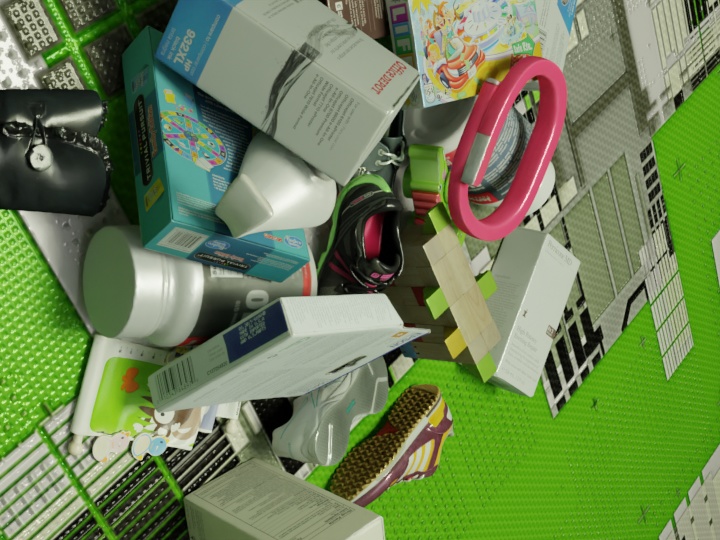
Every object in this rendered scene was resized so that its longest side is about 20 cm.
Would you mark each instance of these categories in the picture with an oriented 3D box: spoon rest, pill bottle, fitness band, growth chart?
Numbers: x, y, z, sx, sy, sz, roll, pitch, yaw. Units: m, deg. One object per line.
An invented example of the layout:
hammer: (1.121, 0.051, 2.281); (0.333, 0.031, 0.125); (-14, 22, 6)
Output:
spoon rest: (-0.074, -0.070, 0.820); (0.100, 0.060, 0.200); (53, 21, -4)
pill bottle: (-0.146, 0.012, 0.891); (0.198, 0.113, 0.116); (0, 99, -44)
fitness band: (0.158, -0.130, 1.030); (0.143, 0.037, 0.203); (16, 99, -54)
growth chart: (-0.188, 0.113, 0.940); (0.198, 0.018, 0.148); (3, 97, -44)
pill bottle: (0.147, -0.146, 1.143); (0.199, 0.118, 0.121); (33, 76, -42)

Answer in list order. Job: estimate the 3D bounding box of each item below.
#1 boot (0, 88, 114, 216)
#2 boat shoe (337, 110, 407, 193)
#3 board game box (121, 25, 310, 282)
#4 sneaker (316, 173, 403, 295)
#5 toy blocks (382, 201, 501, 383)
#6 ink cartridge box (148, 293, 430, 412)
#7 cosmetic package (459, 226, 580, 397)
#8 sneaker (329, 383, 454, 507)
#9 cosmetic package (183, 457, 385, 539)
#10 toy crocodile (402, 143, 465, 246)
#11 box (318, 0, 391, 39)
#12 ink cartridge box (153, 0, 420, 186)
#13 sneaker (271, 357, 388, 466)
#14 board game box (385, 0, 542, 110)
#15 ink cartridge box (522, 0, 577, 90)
boot: (-0.282, -0.053, 0.770); (0.166, 0.076, 0.205); (3, 91, -41)
boat shoe: (0.018, -0.139, 1.058); (0.072, 0.061, 0.204); (-13, 108, -44)
board game box: (-0.130, -0.100, 0.855); (0.150, 0.047, 0.203); (17, 51, -44)
sneaker: (0.000, 0.000, 1.040); (0.076, 0.084, 0.204); (-7, 118, -32)
toy blocks: (0.072, 0.026, 1.102); (0.100, 0.136, 0.202); (-38, 112, -32)
ink cartridge box: (-0.065, 0.077, 0.907); (0.198, 0.198, 0.041); (3, 64, -50)
cosmetic package: (0.214, 0.054, 1.285); (0.101, 0.073, 0.203); (31, 78, -44)
sneaker: (0.048, 0.233, 1.156); (0.200, 0.074, 0.091); (-43, 120, -28)
cosmetic package: (-0.077, 0.264, 0.951); (0.104, 0.198, 0.073); (-21, 113, -38)
toy crocodile: (0.083, -0.064, 1.102); (0.202, 0.066, 0.062); (80, 28, -50)
box: (0.008, -0.282, 0.994); (0.198, 0.099, 0.076); (-27, 116, -37)
ink cartridge box: (-0.058, -0.182, 0.849); (0.084, 0.198, 0.145); (-55, -178, 28)
sneaker: (-0.031, 0.146, 1.070); (0.200, 0.079, 0.072); (-38, 117, -55)
board game box: (0.111, -0.251, 0.997); (0.198, 0.034, 0.137); (-21, 106, -39)
ink cartridge box: (0.167, -0.315, 1.153); (0.198, 0.084, 0.147); (13, 89, -46)
